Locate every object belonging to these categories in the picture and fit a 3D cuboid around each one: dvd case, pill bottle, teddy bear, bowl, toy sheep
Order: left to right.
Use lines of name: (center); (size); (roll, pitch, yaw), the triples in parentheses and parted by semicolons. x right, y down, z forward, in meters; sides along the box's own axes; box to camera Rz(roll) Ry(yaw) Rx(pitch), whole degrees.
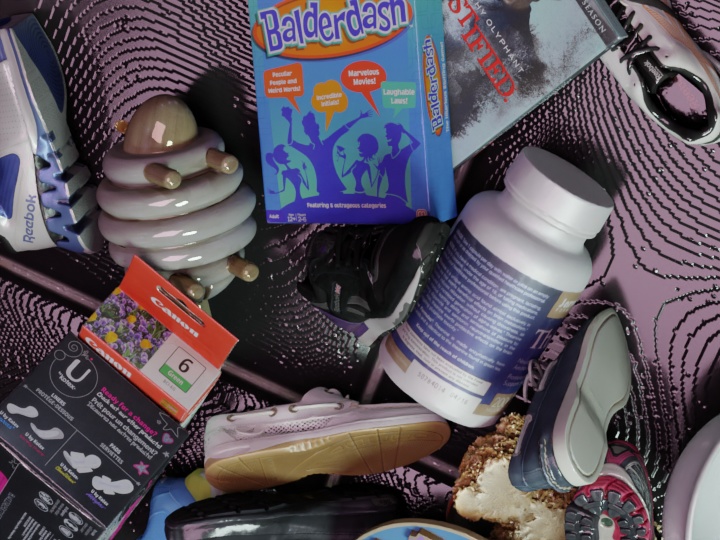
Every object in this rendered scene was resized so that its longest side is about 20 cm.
toy sheep: (-0.141, -0.041, 1.610); (0.137, 0.138, 0.201); (-1, 109, 14)
dvd case: (0.085, -0.176, 1.543); (0.200, 0.022, 0.146); (-36, 81, 30)
pill bottle: (0.107, 0.011, 1.573); (0.111, 0.111, 0.200); (33, 109, 4)
teddy bear: (0.150, 0.194, 1.613); (0.199, 0.067, 0.145); (22, 105, -20)
bowl: (0.297, 0.182, 1.561); (0.200, 0.090, 0.202); (-5, 100, -32)

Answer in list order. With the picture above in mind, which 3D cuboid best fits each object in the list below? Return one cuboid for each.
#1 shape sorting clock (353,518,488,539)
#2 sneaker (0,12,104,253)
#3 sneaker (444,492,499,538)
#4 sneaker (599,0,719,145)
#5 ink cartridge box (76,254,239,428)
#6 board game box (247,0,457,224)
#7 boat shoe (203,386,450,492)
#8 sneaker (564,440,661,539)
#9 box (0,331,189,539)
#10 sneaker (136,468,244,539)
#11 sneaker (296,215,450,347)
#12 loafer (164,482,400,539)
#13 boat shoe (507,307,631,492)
shape sorting clock: (0.066, 0.279, 1.595); (0.199, 0.039, 0.201); (11, 118, 21)
sneaker: (-0.289, -0.097, 1.656); (0.115, 0.081, 0.200); (-12, 102, 14)
sneaker: (0.088, 0.252, 1.653); (0.077, 0.082, 0.201); (18, 107, 8)
sneaker: (0.207, -0.173, 1.522); (0.200, 0.080, 0.074); (45, 111, 1)
ink cartridge box: (-0.171, 0.074, 1.626); (0.109, 0.050, 0.200); (39, 151, 2)
board game box: (-0.008, -0.137, 1.570); (0.151, 0.045, 0.201); (1, 100, 32)
boat shoe: (-0.029, 0.124, 1.655); (0.199, 0.070, 0.071); (-7, 143, -3)
sneaker: (0.197, 0.221, 1.561); (0.080, 0.075, 0.201); (9, 128, 13)
box: (-0.240, 0.162, 1.647); (0.132, 0.115, 0.200); (40, 146, 1)
sneaker: (-0.128, 0.255, 1.722); (0.105, 0.076, 0.201); (3, 105, 31)
sneaker: (0.000, 0.000, 1.556); (0.087, 0.200, 0.076); (29, 66, -5)
loafer: (-0.060, 0.213, 1.642); (0.200, 0.068, 0.071); (-1, 97, -25)
boat shoe: (0.158, 0.098, 1.543); (0.062, 0.200, 0.075); (-17, 119, 28)
